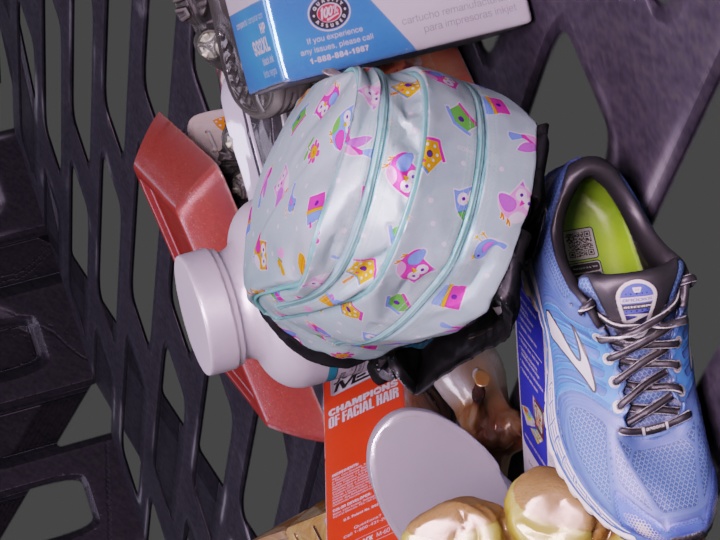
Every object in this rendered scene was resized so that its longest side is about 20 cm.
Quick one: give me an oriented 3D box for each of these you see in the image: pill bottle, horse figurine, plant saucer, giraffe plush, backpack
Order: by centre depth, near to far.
[{"bbox_3d":[0.014,-0.028,1.256,0.200,0.126,0.168,169,109,-71],"label":"backpack"},{"bbox_3d":[0.100,0.205,1.335,0.162,0.172,0.201,27,-102,-82],"label":"giraffe plush"},{"bbox_3d":[0.000,0.000,1.413,0.111,0.199,0.111,166,90,-76],"label":"pill bottle"},{"bbox_3d":[0.063,0.056,1.531,0.133,0.050,0.200,95,153,-67],"label":"horse figurine"},{"bbox_3d":[-0.091,0.008,1.651,0.201,0.037,0.200,67,171,-19],"label":"plant saucer"}]

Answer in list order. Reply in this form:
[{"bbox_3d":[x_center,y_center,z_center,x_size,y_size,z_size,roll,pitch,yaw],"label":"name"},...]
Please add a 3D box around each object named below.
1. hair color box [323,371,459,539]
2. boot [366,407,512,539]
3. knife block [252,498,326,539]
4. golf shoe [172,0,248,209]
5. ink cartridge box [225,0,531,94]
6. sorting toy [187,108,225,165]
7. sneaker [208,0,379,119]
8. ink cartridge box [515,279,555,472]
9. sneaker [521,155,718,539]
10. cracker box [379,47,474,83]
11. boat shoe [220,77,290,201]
[{"bbox_3d":[0.030,0.147,1.550,0.111,0.064,0.200,55,-163,-31],"label":"hair color box"},{"bbox_3d":[0.068,0.153,1.455,0.200,0.074,0.096,51,178,-13],"label":"boot"},{"bbox_3d":[0.017,0.171,1.708,0.200,0.175,0.064,-30,88,56],"label":"knife block"},{"bbox_3d":[-0.054,-0.109,1.594,0.088,0.077,0.201,-46,-58,-73],"label":"golf shoe"},{"bbox_3d":[-0.008,-0.209,1.339,0.084,0.145,0.201,177,79,-76],"label":"ink cartridge box"},{"bbox_3d":[-0.022,0.001,1.702,0.180,0.107,0.200,56,166,43],"label":"sorting toy"},{"bbox_3d":[-0.034,-0.190,1.425,0.076,0.114,0.200,-17,86,53],"label":"sneaker"},{"bbox_3d":[0.115,0.064,1.371,0.095,0.037,0.201,-122,19,-53],"label":"ink cartridge box"},{"bbox_3d":[0.124,0.037,1.215,0.089,0.078,0.201,110,143,-71],"label":"sneaker"},{"bbox_3d":[0.012,-0.103,1.560,0.200,0.057,0.134,98,153,-58],"label":"cracker box"},{"bbox_3d":[-0.019,-0.040,1.499,0.068,0.073,0.200,-25,76,42],"label":"boat shoe"}]
